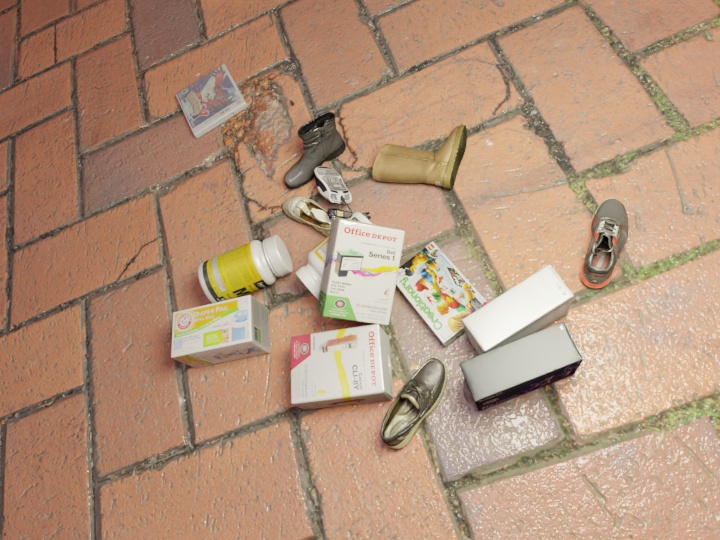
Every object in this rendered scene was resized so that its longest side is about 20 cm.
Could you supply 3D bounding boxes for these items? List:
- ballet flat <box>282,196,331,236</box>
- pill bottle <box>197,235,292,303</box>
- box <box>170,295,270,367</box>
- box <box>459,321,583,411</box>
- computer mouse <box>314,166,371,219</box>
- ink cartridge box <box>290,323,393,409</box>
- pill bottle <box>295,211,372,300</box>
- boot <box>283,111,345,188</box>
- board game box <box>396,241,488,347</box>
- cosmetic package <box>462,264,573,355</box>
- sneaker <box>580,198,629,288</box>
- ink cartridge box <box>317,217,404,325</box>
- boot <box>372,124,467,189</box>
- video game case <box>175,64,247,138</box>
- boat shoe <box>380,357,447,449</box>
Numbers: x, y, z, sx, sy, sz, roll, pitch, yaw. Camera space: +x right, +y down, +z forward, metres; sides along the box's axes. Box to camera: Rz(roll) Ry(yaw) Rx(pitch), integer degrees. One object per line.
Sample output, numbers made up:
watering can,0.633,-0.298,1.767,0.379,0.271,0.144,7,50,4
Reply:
ballet flat,-0.120,-0.145,1.264,0.199,0.062,0.068,27,77,26
pill bottle,-0.270,-0.003,1.217,0.199,0.114,0.115,-22,62,7
box,-0.318,0.142,1.173,0.198,0.101,0.113,-13,64,11
box,0.293,0.182,0.949,0.199,0.141,0.079,-23,62,6
computer mouse,-0.059,-0.183,1.262,0.109,0.044,0.201,-3,46,-31
ink cartridge box,-0.040,0.202,1.073,0.198,0.083,0.146,-10,65,12
pill bottle,-0.046,-0.029,1.161,0.200,0.113,0.113,-41,62,-4
boot,-0.135,-0.308,1.301,0.200,0.132,0.070,-43,63,-5
board game box,0.169,0.047,1.106,0.126,0.035,0.200,-38,62,-1
cosmetic package,0.305,0.090,1.004,0.199,0.113,0.081,-30,62,0
sneaker,0.498,-0.065,1.030,0.076,0.082,0.201,12,71,21
ink cartridge box,0.000,0.000,1.073,0.144,0.084,0.202,9,94,-13
boot,0.144,-0.287,1.246,0.199,0.066,0.176,13,71,23
video game case,-0.452,-0.514,1.550,0.181,0.023,0.201,-31,62,1
boat shoe,0.107,0.259,1.013,0.073,0.065,0.201,25,75,26
